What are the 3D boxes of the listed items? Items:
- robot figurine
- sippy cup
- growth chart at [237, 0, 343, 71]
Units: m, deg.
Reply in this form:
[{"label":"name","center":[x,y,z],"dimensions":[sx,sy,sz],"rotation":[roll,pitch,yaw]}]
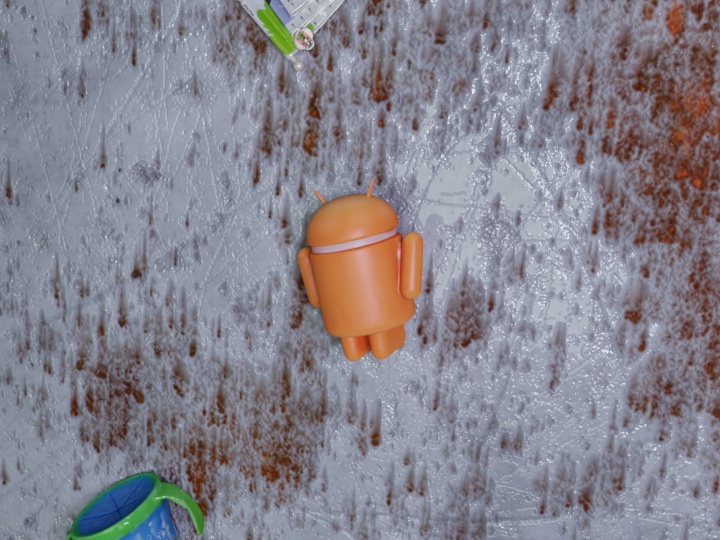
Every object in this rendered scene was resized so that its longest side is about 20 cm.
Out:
[{"label":"robot figurine","center":[0.002,0.000,0.951],"dimensions":[0.114,0.143,0.205],"rotation":[-15,99,-21]},{"label":"sippy cup","center":[-0.306,0.372,1.116],"dimensions":[0.176,0.139,0.132],"rotation":[-12,111,42]},{"label":"growth chart","center":[-0.062,-0.358,0.946],"dimensions":[0.144,0.018,0.201],"rotation":[43,108,5]}]
